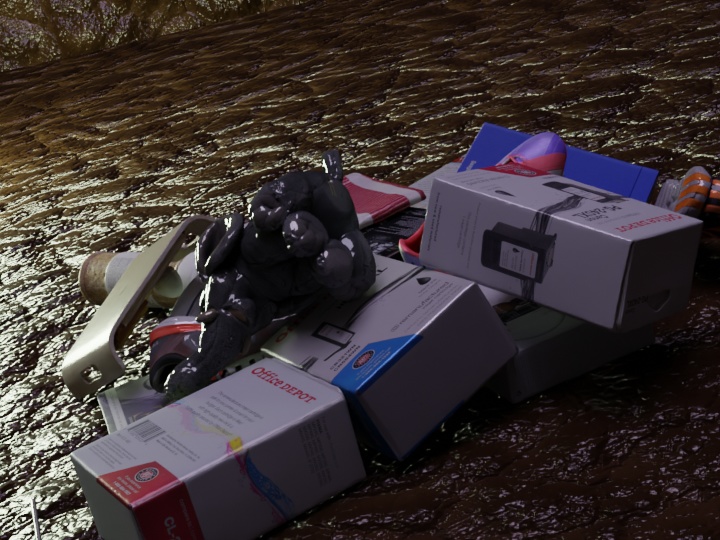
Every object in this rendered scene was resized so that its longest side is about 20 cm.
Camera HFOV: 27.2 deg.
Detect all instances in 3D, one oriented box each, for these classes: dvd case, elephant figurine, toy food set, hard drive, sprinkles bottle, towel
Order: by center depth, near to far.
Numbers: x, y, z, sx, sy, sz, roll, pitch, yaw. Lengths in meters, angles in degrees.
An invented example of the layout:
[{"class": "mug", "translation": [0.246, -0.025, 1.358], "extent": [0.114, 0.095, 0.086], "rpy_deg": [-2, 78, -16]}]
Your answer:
[{"class": "elephant figurine", "translation": [-0.095, 0.004, 1.336], "extent": [0.200, 0.142, 0.155], "rpy_deg": [-38, -16, 29]}, {"class": "dvd case", "translation": [-0.157, 0.120, 1.474], "extent": [0.199, 0.016, 0.149], "rpy_deg": [-20, 21, -10]}, {"class": "toy food set", "translation": [-0.224, 0.039, 1.550], "extent": [0.143, 0.060, 0.200], "rpy_deg": [-28, 28, 57]}, {"class": "hard drive", "translation": [0.205, -0.088, 1.586], "extent": [0.199, 0.025, 0.132], "rpy_deg": [17, 46, 15]}, {"class": "towel", "translation": [-0.047, -0.056, 1.598], "extent": [0.199, 0.023, 0.144], "rpy_deg": [-25, 23, -24]}, {"class": "sprinkles bottle", "translation": [-0.243, 0.011, 1.748], "extent": [0.199, 0.069, 0.068], "rpy_deg": [1, 26, 39]}]

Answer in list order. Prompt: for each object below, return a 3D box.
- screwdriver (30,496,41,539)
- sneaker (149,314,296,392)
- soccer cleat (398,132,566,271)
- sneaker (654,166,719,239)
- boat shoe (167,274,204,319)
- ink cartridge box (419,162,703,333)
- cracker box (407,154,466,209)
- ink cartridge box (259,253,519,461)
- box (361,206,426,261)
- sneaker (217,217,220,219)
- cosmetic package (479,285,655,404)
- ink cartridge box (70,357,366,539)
[{"class": "screwdriver", "translation": [-0.270, 0.235, 1.243], "extent": [0.029, 0.028, 0.200], "rpy_deg": [-48, 23, -3]}, {"class": "sneaker", "translation": [-0.113, 0.089, 1.435], "extent": [0.199, 0.077, 0.082], "rpy_deg": [-8, 48, 18]}, {"class": "soccer cleat", "translation": [0.122, -0.066, 1.459], "extent": [0.200, 0.076, 0.067], "rpy_deg": [-45, 47, 1]}, {"class": "sneaker", "translation": [0.349, -0.043, 1.460], "extent": [0.112, 0.078, 0.200], "rpy_deg": [19, -3, -1]}, {"class": "boat shoe", "translation": [-0.155, 0.045, 1.607], "extent": [0.065, 0.072, 0.200], "rpy_deg": [22, 35, 9]}, {"class": "ink cartridge box", "translation": [0.175, -0.024, 1.286], "extent": [0.199, 0.084, 0.145], "rpy_deg": [20, 20, 32]}, {"class": "cracker box", "translation": [0.110, -0.069, 1.714], "extent": [0.200, 0.058, 0.134], "rpy_deg": [-31, 27, -35]}, {"class": "ink cartridge box", "translation": [0.020, 0.070, 1.310], "extent": [0.146, 0.084, 0.200], "rpy_deg": [-42, 25, -17]}, {"class": "box", "translation": [0.000, 0.000, 1.571], "extent": [0.163, 0.086, 0.200], "rpy_deg": [-28, 23, -31]}, {"class": "sneaker", "translation": [-0.094, -0.016, 1.739], "extent": [0.199, 0.073, 0.072], "rpy_deg": [7, -1, 23]}, {"class": "cosmetic package", "translation": [0.155, 0.047, 1.388], "extent": [0.150, 0.052, 0.200], "rpy_deg": [-19, 20, -19]}, {"class": "ink cartridge box", "translation": [-0.117, 0.162, 1.234], "extent": [0.199, 0.083, 0.146], "rpy_deg": [-25, 21, -24]}]
